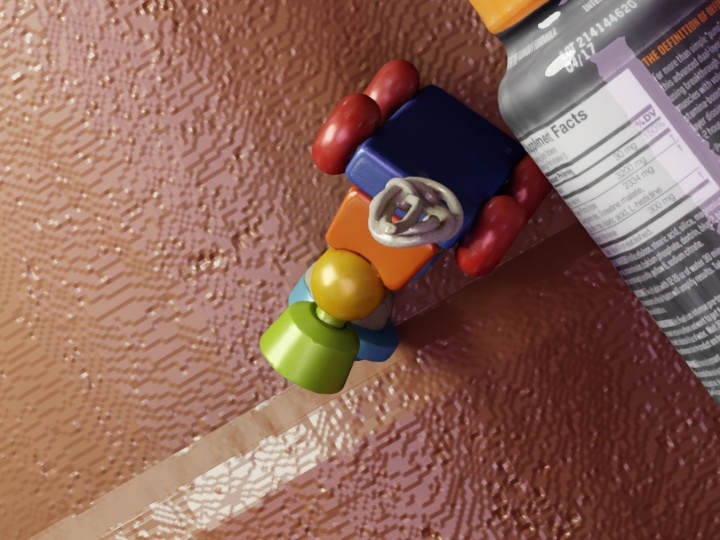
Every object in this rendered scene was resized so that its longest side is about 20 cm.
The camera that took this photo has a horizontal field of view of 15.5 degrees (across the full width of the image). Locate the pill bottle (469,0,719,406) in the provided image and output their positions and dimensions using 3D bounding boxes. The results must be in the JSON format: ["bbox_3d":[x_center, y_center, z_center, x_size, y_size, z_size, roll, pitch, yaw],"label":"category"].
[{"bbox_3d":[0.126,-0.053,1.027,0.106,0.106,0.200,-36,93,16],"label":"pill bottle"}]

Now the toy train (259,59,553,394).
[{"bbox_3d":[0.000,0.000,1.017,0.085,0.200,0.116,35,111,2],"label":"toy train"}]
